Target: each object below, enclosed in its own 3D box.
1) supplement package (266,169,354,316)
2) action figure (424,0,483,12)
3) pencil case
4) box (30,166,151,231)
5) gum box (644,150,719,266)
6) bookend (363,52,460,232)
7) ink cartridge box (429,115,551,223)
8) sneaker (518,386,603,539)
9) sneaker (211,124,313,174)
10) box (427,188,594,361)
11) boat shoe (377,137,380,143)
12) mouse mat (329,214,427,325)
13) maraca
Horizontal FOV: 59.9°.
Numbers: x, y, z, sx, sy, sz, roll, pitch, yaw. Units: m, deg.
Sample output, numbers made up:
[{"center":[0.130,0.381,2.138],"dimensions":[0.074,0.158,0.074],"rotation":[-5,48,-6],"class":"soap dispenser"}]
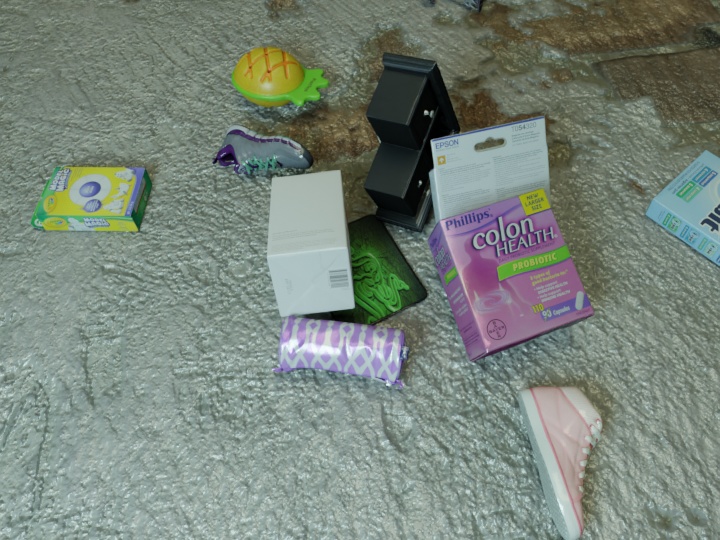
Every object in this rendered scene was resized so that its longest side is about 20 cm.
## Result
[{"center":[-0.076,-0.047,0.975],"dimensions":[0.117,0.123,0.202],"rotation":[-7,42,0],"class":"supplement package"},{"center":[0.198,-0.667,1.450],"dimensions":[0.197,0.070,0.132],"rotation":[22,66,20],"class":"action figure"},{"center":[-0.025,0.119,0.917],"dimensions":[0.195,0.084,0.088],"rotation":[7,79,8],"class":"pencil case"},{"center":[-0.486,-0.130,1.119],"dimensions":[0.195,0.049,0.119],"rotation":[-1,55,3],"class":"box"},{"center":[0.618,-0.095,1.057],"dimensions":[0.169,0.045,0.200],"rotation":[-36,61,-21],"class":"gum box"},{"center":[0.070,-0.199,1.005],"dimensions":[0.091,0.200,0.202],"rotation":[17,78,25],"class":"bookend"},{"center":[0.212,-0.132,1.017],"dimensions":[0.192,0.205,0.043],"rotation":[-12,17,-7],"class":"ink cartridge box"},{"center":[0.282,0.241,0.822],"dimensions":[0.102,0.076,0.203],"rotation":[-9,52,2],"class":"sneaker"},{"center":[-0.180,-0.201,1.151],"dimensions":[0.197,0.075,0.089],"rotation":[19,68,27],"class":"sneaker"},{"center":[0.219,0.007,0.934],"dimensions":[0.172,0.097,0.204],"rotation":[-16,76,-9],"class":"box"},{"center":[0.091,-0.231,1.155],"dimensions":[0.073,0.067,0.202],"rotation":[-20,57,-12],"class":"boat shoe"},{"center":[0.000,0.000,1.038],"dimensions":[0.158,0.008,0.202],"rotation":[-23,59,-13],"class":"mouse mat"},{"center":[-0.161,-0.378,1.238],"dimensions":[0.196,0.108,0.139],"rotation":[17,57,13],"class":"maraca"}]
